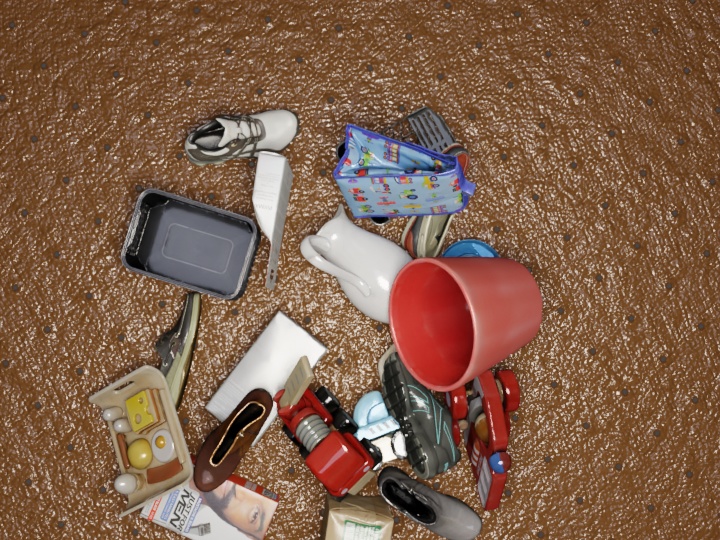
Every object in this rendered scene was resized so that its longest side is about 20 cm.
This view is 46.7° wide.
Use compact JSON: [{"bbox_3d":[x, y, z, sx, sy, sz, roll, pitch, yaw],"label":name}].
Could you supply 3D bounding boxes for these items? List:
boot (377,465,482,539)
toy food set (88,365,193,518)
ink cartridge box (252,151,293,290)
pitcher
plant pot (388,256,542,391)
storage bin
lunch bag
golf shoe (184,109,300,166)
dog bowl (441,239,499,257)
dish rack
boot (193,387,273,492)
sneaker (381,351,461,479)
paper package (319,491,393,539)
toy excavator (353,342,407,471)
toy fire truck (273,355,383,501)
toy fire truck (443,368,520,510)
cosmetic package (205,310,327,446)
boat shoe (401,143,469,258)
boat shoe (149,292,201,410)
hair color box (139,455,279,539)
[{"bbox_3d":[0.112,0.389,1.340,0.198,0.132,0.070,26,85,-1],"label":"boot"},{"bbox_3d":[-0.355,0.269,1.318,0.143,0.060,0.202,-29,72,24],"label":"toy food set"},{"bbox_3d":[-0.149,-0.075,1.340,0.056,0.163,0.203,13,87,0],"label":"ink cartridge box"},{"bbox_3d":[0.000,0.000,1.341,0.200,0.172,0.121,42,119,2],"label":"pitcher"},{"bbox_3d":[0.169,0.065,1.271,0.176,0.200,0.203,-12,87,-35],"label":"plant pot"},{"bbox_3d":[-0.274,-0.040,1.368,0.197,0.094,0.137,17,87,0],"label":"storage bin"},{"bbox_3d":[0.076,-0.135,1.271,0.197,0.151,0.095,11,73,16],"label":"lunch bag"},{"bbox_3d":[-0.194,-0.222,1.382,0.198,0.094,0.079,-19,87,-5],"label":"golf shoe"},{"bbox_3d":[0.182,0.051,1.403,0.110,0.050,0.203,0,87,-2],"label":"dog bowl"},{"bbox_3d":[0.073,-0.182,1.409,0.198,0.055,0.155,-29,90,-4],"label":"dish rack"},{"bbox_3d":[-0.191,0.263,1.220,0.068,0.200,0.188,43,88,-2],"label":"boot"},{"bbox_3d":[0.093,0.221,1.301,0.078,0.075,0.202,-11,71,-27],"label":"sneaker"},{"bbox_3d":[-0.017,0.461,1.302,0.102,0.191,0.203,10,85,-3],"label":"paper package"},{"bbox_3d":[0.045,0.212,1.373,0.192,0.100,0.202,-20,79,-5],"label":"toy excavator"},{"bbox_3d":[-0.062,0.228,1.240,0.129,0.200,0.176,-44,58,1],"label":"toy fire truck"},{"bbox_3d":[0.199,0.260,1.313,0.110,0.201,0.169,-7,49,-10],"label":"toy fire truck"},{"bbox_3d":[-0.152,0.174,1.366,0.107,0.090,0.201,40,83,0],"label":"cosmetic package"},{"bbox_3d":[0.132,-0.108,1.372,0.071,0.063,0.202,13,109,-36],"label":"boat shoe"},{"bbox_3d":[-0.306,0.131,1.367,0.064,0.073,0.203,13,86,-7],"label":"boat shoe"},{"bbox_3d":[-0.243,0.383,1.361,0.198,0.064,0.112,24,85,-2],"label":"hair color box"}]
